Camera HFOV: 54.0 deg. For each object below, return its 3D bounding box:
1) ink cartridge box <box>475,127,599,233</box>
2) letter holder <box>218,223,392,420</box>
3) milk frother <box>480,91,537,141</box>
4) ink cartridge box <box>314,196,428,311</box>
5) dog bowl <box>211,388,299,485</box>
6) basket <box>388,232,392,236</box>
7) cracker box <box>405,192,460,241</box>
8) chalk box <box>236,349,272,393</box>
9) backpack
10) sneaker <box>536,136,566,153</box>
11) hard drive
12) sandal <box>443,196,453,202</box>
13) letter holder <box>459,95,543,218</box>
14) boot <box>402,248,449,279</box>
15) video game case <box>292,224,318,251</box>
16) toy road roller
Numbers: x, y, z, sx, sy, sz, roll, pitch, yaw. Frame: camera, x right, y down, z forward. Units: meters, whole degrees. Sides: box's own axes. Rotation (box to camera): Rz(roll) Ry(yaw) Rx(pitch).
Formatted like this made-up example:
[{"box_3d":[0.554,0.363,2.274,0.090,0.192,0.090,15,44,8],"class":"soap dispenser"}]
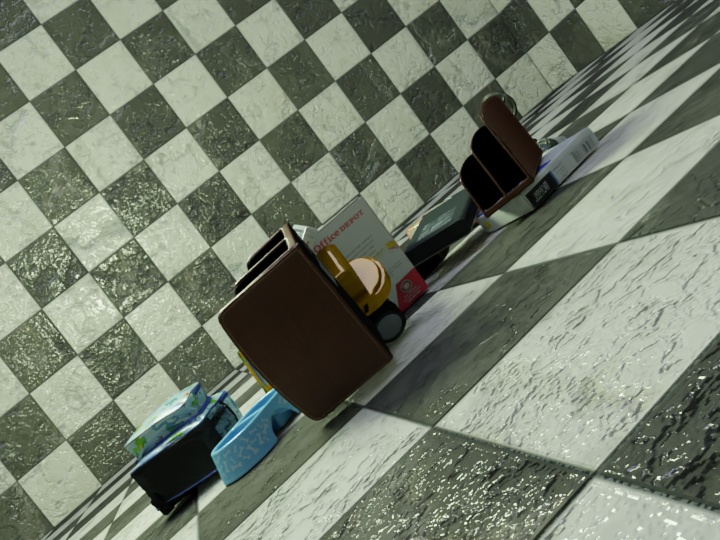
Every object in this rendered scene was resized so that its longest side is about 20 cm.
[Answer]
[{"box_3d":[0.296,-0.149,1.247,0.197,0.047,0.200,-44,3,-23],"class":"ink cartridge box"},{"box_3d":[-0.078,0.071,0.913,0.141,0.201,0.101,-40,22,2],"class":"letter holder"},{"box_3d":[0.347,-0.342,1.815,0.178,0.202,0.188,-33,5,15],"class":"milk frother"},{"box_3d":[0.000,0.000,1.224,0.147,0.202,0.085,-39,4,-18],"class":"ink cartridge box"},{"box_3d":[-0.160,0.246,1.098,0.111,0.050,0.200,-38,4,30],"class":"dog bowl"},{"box_3d":[-0.021,0.004,1.378,0.120,0.140,0.199,-8,-1,-28],"class":"basket"},{"box_3d":[0.209,-0.125,1.547,0.198,0.058,0.134,-28,8,42],"class":"cracker box"},{"box_3d":[-0.204,0.192,1.626,0.123,0.126,0.200,-39,2,-10],"class":"chalk box"},{"box_3d":[-0.292,0.286,1.220,0.181,0.149,0.200,-36,1,8],"class":"backpack"},{"box_3d":[0.337,-0.205,1.416,0.086,0.076,0.198,-26,0,-41],"class":"sneaker"},{"box_3d":[0.155,-0.087,1.305,0.138,0.033,0.201,-33,12,27],"class":"hard drive"},{"box_3d":[0.236,-0.155,1.792,0.079,0.060,0.207,-36,5,35],"class":"sandal"},{"box_3d":[0.222,-0.202,1.199,0.100,0.143,0.200,-37,6,28],"class":"letter holder"},{"box_3d":[0.086,0.004,1.392,0.198,0.074,0.076,-35,15,30],"class":"boot"},{"box_3d":[-0.108,0.024,1.065,0.200,0.023,0.187,-158,83,-79],"class":"video game case"},{"box_3d":[-0.043,0.058,1.044,0.198,0.147,0.123,-37,38,-3],"class":"toy road roller"}]
